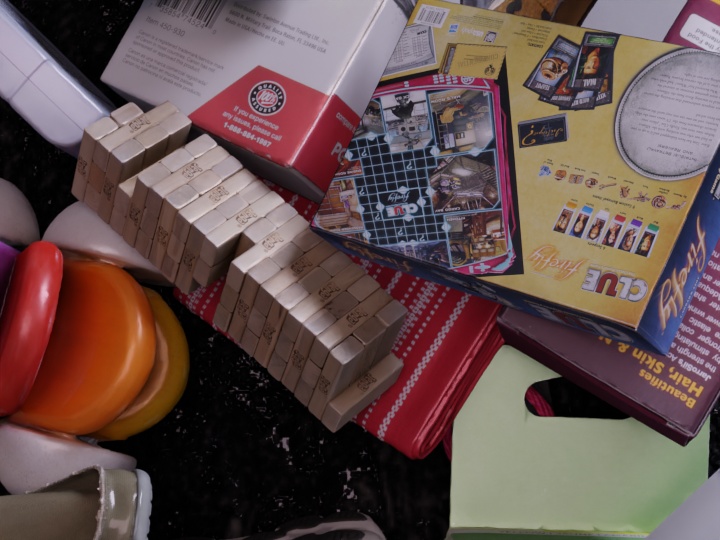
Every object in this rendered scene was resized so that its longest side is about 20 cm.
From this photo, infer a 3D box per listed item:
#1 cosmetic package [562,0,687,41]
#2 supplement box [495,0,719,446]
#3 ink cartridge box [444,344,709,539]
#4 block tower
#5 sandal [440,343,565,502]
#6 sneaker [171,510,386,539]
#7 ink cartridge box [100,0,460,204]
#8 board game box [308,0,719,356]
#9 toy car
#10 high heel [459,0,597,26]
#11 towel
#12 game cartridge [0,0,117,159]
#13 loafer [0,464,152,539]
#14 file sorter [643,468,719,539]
[{"bbox_3d":[0.165,-0.087,0.963,0.107,0.090,0.201,-1,77,8],"label":"cosmetic package"},{"bbox_3d":[0.165,-0.026,0.865,0.110,0.086,0.200,31,86,12],"label":"supplement box"},{"bbox_3d":[0.117,0.142,0.922,0.145,0.048,0.201,2,92,0],"label":"ink cartridge box"},{"bbox_3d":[-0.062,-0.008,0.915,0.200,0.058,0.054,42,52,16],"label":"block tower"},{"bbox_3d":[0.079,0.094,0.961,0.075,0.045,0.200,-25,78,4],"label":"sandal"},{"bbox_3d":[-0.077,0.191,0.951,0.199,0.081,0.084,-11,99,12],"label":"sneaker"},{"bbox_3d":[-0.029,-0.154,0.980,0.147,0.083,0.200,26,84,30],"label":"ink cartridge box"},{"bbox_3d":[0.083,-0.051,0.832,0.200,0.035,0.136,19,79,40],"label":"board game box"},{"bbox_3d":[-0.198,0.033,0.953,0.199,0.150,0.175,11,82,9],"label":"toy car"},{"bbox_3d":[0.125,-0.127,0.878,0.200,0.071,0.143,19,123,46],"label":"high heel"},{"bbox_3d":[0.000,0.000,0.968,0.200,0.022,0.145,31,86,33],"label":"towel"},{"bbox_3d":[-0.207,-0.133,0.992,0.200,0.133,0.042,44,96,12],"label":"game cartridge"},{"bbox_3d":[-0.182,0.154,0.919,0.200,0.070,0.075,-34,44,38],"label":"loafer"},{"bbox_3d":[0.179,0.198,0.834,0.200,0.139,0.125,-43,95,1],"label":"file sorter"}]
